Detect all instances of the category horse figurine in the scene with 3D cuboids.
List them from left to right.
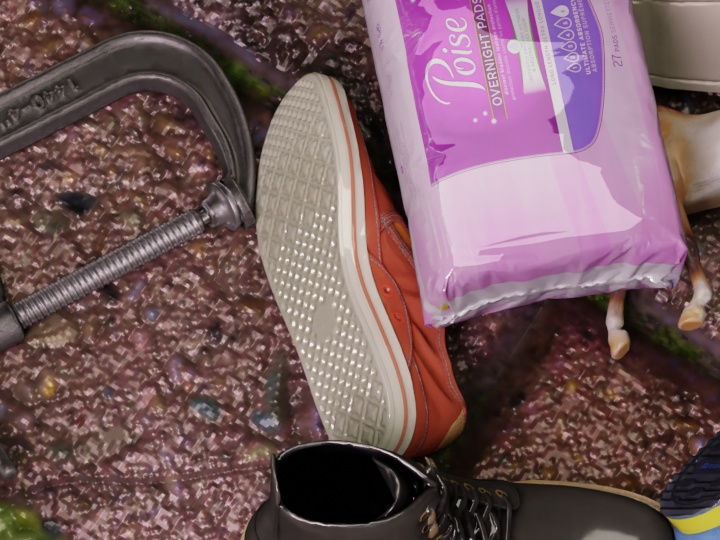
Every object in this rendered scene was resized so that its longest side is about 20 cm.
[{"bbox_3d":[0.179,-0.039,1.360,0.199,0.050,0.133,-13,65,12],"label":"horse figurine"}]

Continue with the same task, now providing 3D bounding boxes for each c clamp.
[{"bbox_3d":[-0.129,-0.019,1.369,0.199,0.027,0.171,-34,69,-13],"label":"c clamp"}]

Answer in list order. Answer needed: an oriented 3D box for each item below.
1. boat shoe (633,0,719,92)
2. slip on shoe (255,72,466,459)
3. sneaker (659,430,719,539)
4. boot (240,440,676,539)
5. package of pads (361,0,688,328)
[{"bbox_3d":[0.112,-0.130,1.419,0.199,0.073,0.063,10,26,6],"label":"boat shoe"},{"bbox_3d":[0.000,0.000,1.353,0.061,0.074,0.201,5,57,-39],"label":"slip on shoe"},{"bbox_3d":[0.222,0.081,1.340,0.200,0.066,0.079,-42,107,-24],"label":"sneaker"},{"bbox_3d":[0.049,0.114,1.267,0.198,0.138,0.078,-5,69,-7],"label":"boot"},{"bbox_3d":[0.070,-0.080,1.320,0.120,0.076,0.201,-9,74,-7],"label":"package of pads"}]
